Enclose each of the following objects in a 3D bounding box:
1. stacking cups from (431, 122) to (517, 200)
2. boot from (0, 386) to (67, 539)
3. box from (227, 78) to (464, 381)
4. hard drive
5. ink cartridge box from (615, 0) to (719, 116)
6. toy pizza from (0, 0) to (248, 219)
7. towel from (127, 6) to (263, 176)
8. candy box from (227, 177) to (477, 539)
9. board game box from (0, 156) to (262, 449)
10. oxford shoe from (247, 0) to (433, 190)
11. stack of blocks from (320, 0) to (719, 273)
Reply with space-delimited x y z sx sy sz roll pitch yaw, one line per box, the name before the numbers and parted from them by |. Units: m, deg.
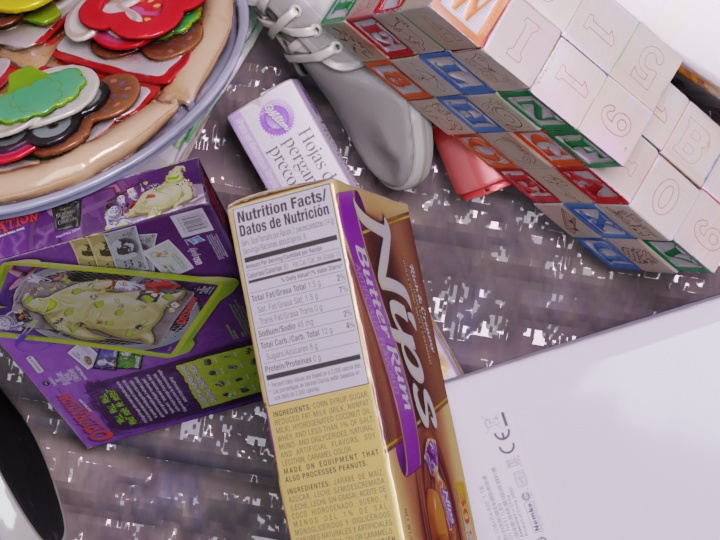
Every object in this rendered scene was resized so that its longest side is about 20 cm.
stacking cups | 0.034 -0.135 0.912 0.060 0.061 0.201 -24 97 4
boot | -0.249 0.095 0.933 0.144 0.072 0.201 -37 83 5
box | 0.000 0.000 0.932 0.038 0.041 0.201 -29 93 5
hard drive | 0.119 0.097 0.884 0.198 0.025 0.133 -18 92 16
ink cartridge box | 0.161 -0.156 0.868 0.199 0.129 0.126 34 96 -1
toy pizza | -0.148 -0.097 0.841 0.198 0.201 0.032 -16 130 3
towel | -0.150 -0.090 0.937 0.152 0.023 0.201 28 96 0
candy box | 0.002 0.066 0.838 0.056 0.117 0.202 -12 82 17
board game box | -0.104 0.021 0.867 0.119 0.200 0.033 -19 62 1
oxford shoe | -0.024 -0.126 0.893 0.058 0.075 0.201 -32 106 -30
stack of blocks | 0.091 -0.078 0.848 0.200 0.115 0.059 38 77 -22
